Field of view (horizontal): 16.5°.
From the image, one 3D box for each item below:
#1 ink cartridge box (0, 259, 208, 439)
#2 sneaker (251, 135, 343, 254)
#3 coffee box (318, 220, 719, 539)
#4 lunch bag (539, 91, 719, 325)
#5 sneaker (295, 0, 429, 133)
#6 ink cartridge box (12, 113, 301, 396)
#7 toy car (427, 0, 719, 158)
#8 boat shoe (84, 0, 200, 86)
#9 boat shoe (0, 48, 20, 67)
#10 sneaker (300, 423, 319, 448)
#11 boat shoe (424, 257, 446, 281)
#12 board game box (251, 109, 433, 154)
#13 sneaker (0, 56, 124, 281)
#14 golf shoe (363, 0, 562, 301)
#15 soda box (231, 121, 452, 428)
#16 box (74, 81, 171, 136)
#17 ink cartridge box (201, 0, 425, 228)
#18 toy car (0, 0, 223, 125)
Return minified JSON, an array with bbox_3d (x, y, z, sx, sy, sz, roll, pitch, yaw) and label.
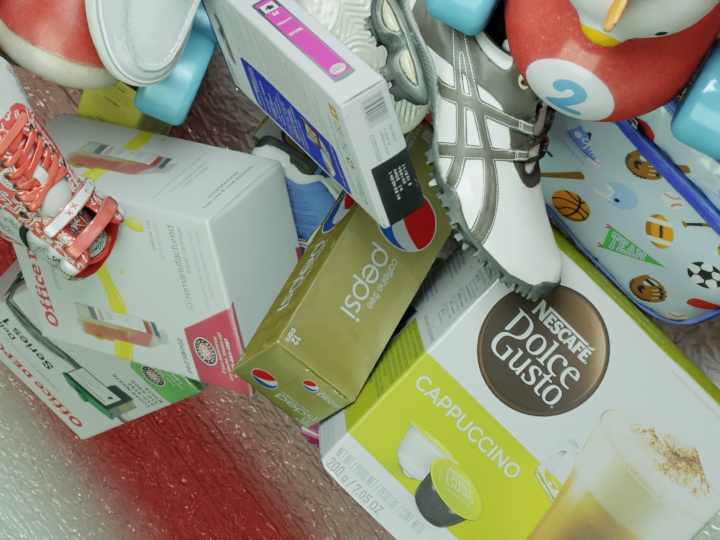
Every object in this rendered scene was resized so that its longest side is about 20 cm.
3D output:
[{"bbox_3d":[-0.202,0.042,1.964,0.146,0.084,0.200,46,145,-14],"label":"ink cartridge box"},{"bbox_3d":[-0.048,-0.019,1.719,0.075,0.077,0.200,30,156,23],"label":"sneaker"},{"bbox_3d":[0.108,0.096,1.566,0.200,0.198,0.200,44,-174,-7],"label":"coffee box"},{"bbox_3d":[0.184,-0.062,1.494,0.200,0.076,0.160,44,147,-17],"label":"lunch bag"},{"bbox_3d":[-0.020,-0.177,1.529,0.201,0.075,0.085,62,175,-16],"label":"sneaker"},{"bbox_3d":[-0.141,-0.012,1.690,0.199,0.083,0.146,14,131,35],"label":"ink cartridge box"},{"bbox_3d":[0.137,-0.152,1.259,0.184,0.200,0.178,27,104,3],"label":"toy car"},{"bbox_3d":[-0.113,-0.205,1.458,0.071,0.070,0.202,27,111,58],"label":"boat shoe"},{"bbox_3d":[-0.286,-0.227,1.735,0.200,0.072,0.068,51,171,-30],"label":"boat shoe"},{"bbox_3d":[0.040,0.115,1.844,0.081,0.089,0.200,3,157,36],"label":"sneaker"},{"bbox_3d":[0.051,0.019,1.698,0.065,0.074,0.200,-27,130,18],"label":"boat shoe"},{"bbox_3d":[-0.002,-0.100,1.662,0.095,0.030,0.200,39,149,-6],"label":"board game box"},{"bbox_3d":[-0.203,-0.064,1.557,0.108,0.067,0.202,33,160,15],"label":"sneaker"},{"bbox_3d":[0.081,-0.082,1.404,0.094,0.078,0.201,-24,95,21],"label":"golf shoe"},{"bbox_3d":[0.000,0.000,1.581,0.064,0.201,0.068,38,147,-13],"label":"soda box"},{"bbox_3d":[-0.166,-0.109,1.757,0.050,0.075,0.200,35,148,5],"label":"box"},{"bbox_3d":[-0.034,-0.111,1.471,0.200,0.037,0.095,42,159,47],"label":"ink cartridge box"},{"bbox_3d":[-0.152,-0.229,1.562,0.183,0.177,0.201,24,118,-5],"label":"toy car"}]
